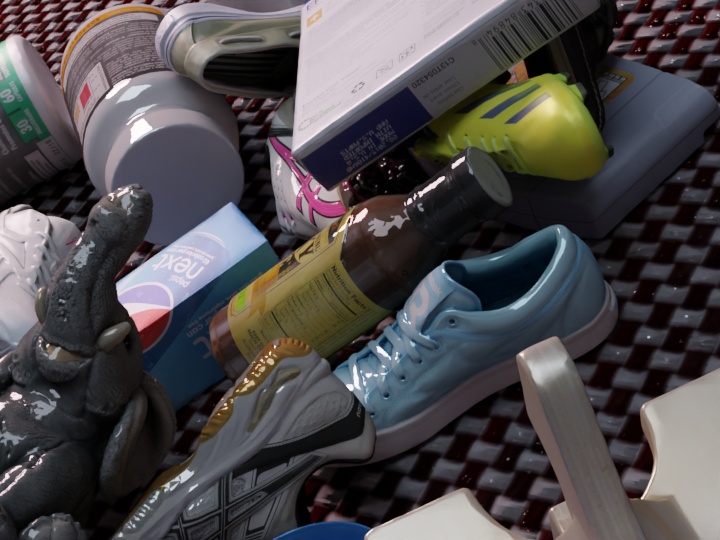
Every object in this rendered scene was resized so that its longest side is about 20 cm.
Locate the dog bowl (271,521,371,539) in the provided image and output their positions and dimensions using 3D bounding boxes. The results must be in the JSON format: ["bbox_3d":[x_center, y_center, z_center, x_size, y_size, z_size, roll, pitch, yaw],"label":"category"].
[{"bbox_3d":[-0.008,0.205,0.671,0.111,0.050,0.200,-29,36,1],"label":"dog bowl"}]

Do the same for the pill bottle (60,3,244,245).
[{"bbox_3d":[-0.152,-0.108,1.074,0.116,0.117,0.200,-29,36,0],"label":"pill bottle"}]

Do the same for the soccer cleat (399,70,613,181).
[{"bbox_3d":[0.077,-0.078,0.855,0.083,0.065,0.200,-29,21,-12],"label":"soccer cleat"}]

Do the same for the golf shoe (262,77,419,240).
[{"bbox_3d":[-0.012,-0.045,0.963,0.092,0.072,0.201,-54,36,25],"label":"golf shoe"}]

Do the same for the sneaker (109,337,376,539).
[{"bbox_3d":[-0.072,0.134,0.777,0.200,0.088,0.076,-49,5,11],"label":"sneaker"}]

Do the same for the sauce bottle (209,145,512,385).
[{"bbox_3d":[0.000,0.000,0.845,0.199,0.065,0.065,-35,32,25],"label":"sauce bottle"}]

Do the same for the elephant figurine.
[{"bbox_3d":[-0.163,0.078,0.806,0.155,0.142,0.201,-16,36,51],"label":"elephant figurine"}]

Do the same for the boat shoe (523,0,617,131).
[{"bbox_3d":[0.131,-0.162,0.926,0.064,0.074,0.201,-8,51,-1],"label":"boat shoe"}]

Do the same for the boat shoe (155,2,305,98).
[{"bbox_3d":[-0.051,-0.148,1.041,0.199,0.072,0.062,-7,43,-37],"label":"boat shoe"}]

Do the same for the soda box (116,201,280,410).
[{"bbox_3d":[-0.136,0.049,0.922,0.199,0.068,0.064,-36,37,-9],"label":"soda box"}]

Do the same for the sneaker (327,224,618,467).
[{"bbox_3d":[0.040,0.033,0.811,0.199,0.082,0.074,-29,36,1],"label":"sneaker"}]

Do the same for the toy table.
[{"bbox_3d":[0.108,0.121,0.605,0.198,0.185,0.118,-16,51,-12],"label":"toy table"}]

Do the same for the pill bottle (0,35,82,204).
[{"bbox_3d":[-0.332,-0.094,1.183,0.199,0.114,0.113,-30,37,1],"label":"pill bottle"}]

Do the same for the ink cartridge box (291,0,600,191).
[{"bbox_3d":[0.045,-0.162,0.903,0.196,0.043,0.201,-33,28,21],"label":"ink cartridge box"}]

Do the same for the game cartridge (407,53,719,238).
[{"bbox_3d":[0.115,-0.091,0.946,0.133,0.042,0.200,-38,37,-18],"label":"game cartridge"}]

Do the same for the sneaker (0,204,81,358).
[{"bbox_3d":[-0.241,0.001,1.045,0.099,0.078,0.200,-32,37,-9],"label":"sneaker"}]

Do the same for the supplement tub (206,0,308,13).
[{"bbox_3d":[-0.021,-0.268,1.163,0.131,0.132,0.200,20,59,46],"label":"supplement tub"}]
